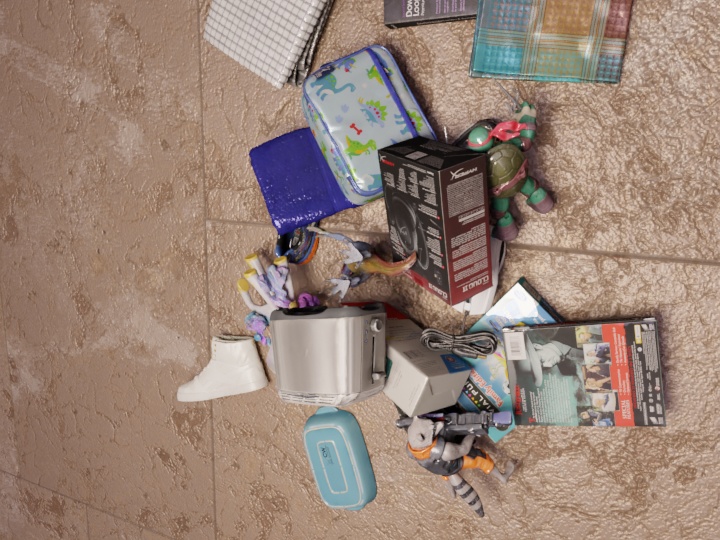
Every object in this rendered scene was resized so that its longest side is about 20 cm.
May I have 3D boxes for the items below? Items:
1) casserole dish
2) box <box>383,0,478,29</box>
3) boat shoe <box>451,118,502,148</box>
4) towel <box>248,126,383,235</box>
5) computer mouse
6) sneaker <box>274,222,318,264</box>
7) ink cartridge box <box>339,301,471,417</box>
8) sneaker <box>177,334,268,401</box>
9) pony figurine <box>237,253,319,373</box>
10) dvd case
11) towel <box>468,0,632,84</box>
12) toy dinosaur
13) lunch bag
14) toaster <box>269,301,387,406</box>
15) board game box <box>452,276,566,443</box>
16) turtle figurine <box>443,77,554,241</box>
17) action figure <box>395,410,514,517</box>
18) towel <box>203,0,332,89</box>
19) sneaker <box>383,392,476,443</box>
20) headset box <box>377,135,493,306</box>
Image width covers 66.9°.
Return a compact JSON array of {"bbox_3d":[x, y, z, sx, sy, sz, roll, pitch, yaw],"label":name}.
[{"bbox_3d":[-0.043,0.349,0.992,0.119,0.039,0.204,-15,92,26],"label":"casserole dish"},{"bbox_3d":[0.126,-0.429,0.768,0.196,0.036,0.146,4,102,25],"label":"box"},{"bbox_3d":[0.135,-0.135,0.804,0.074,0.060,0.200,47,115,10],"label":"boat shoe"},{"bbox_3d":[-0.063,-0.155,0.861,0.196,0.050,0.150,-21,86,-2],"label":"towel"},{"bbox_3d":[0.159,0.023,0.789,0.107,0.044,0.204,10,79,21],"label":"computer mouse"},{"bbox_3d":[-0.099,-0.102,0.911,0.074,0.078,0.204,14,106,21],"label":"sneaker"},{"bbox_3d":[0.054,0.125,0.828,0.199,0.115,0.068,37,113,39],"label":"ink cartridge box"},{"bbox_3d":[-0.278,0.184,1.057,0.196,0.074,0.118,-14,92,17],"label":"sneaker"},{"bbox_3d":[-0.124,0.077,0.921,0.191,0.166,0.203,5,124,50],"label":"pony figurine"},{"bbox_3d":[0.302,0.142,0.748,0.196,0.022,0.149,-8,98,23],"label":"dvd case"},{"bbox_3d":[0.248,-0.325,0.714,0.195,0.022,0.150,7,104,10],"label":"towel"},{"bbox_3d":[0.000,0.000,0.832,0.196,0.181,0.107,10,99,15],"label":"toy dinosaur"},{"bbox_3d":[0.014,-0.216,0.803,0.159,0.082,0.203,-27,89,-13],"label":"lunch bag"},{"bbox_3d":[-0.051,0.115,0.768,0.197,0.113,0.132,-5,87,35],"label":"toaster"},{"bbox_3d":[0.223,0.137,0.821,0.151,0.047,0.201,46,114,11],"label":"board game box"},{"bbox_3d":[0.178,-0.135,0.717,0.148,0.102,0.200,-26,127,21],"label":"turtle figurine"},{"bbox_3d":[0.146,0.270,0.797,0.193,0.106,0.198,41,139,-25],"label":"action figure"},{"bbox_3d":[-0.145,-0.406,0.876,0.198,0.085,0.168,35,111,17],"label":"towel"},{"bbox_3d":[0.101,0.203,0.886,0.103,0.060,0.202,-29,92,29],"label":"sneaker"},{"bbox_3d":[0.100,-0.061,0.730,0.148,0.076,0.204,36,143,56],"label":"headset box"}]
